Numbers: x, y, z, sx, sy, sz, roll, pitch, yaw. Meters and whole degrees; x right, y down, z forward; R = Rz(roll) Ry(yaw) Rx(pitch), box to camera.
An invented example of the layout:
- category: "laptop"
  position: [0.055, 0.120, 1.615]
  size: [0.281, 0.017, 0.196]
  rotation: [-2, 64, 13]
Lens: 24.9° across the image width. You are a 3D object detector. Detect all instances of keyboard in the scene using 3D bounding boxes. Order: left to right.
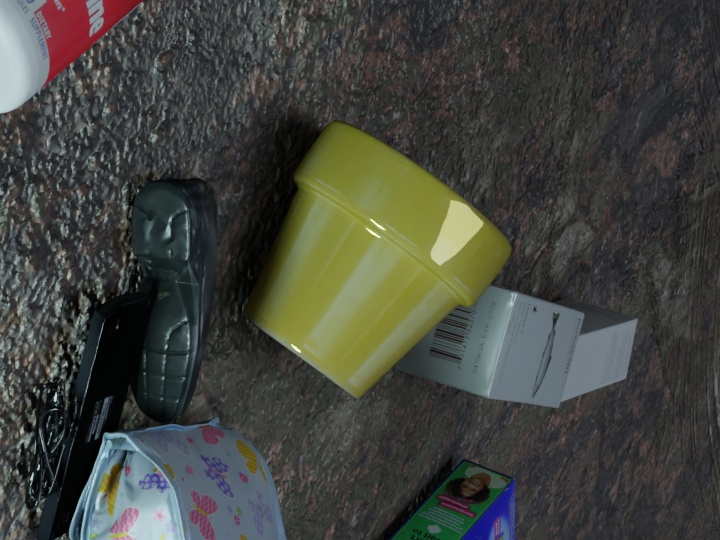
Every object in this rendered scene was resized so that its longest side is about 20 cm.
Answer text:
- category: "keyboard"
  position: [-0.221, 0.111, 1.261]
  size: [0.104, 0.040, 0.200]
  rotation: [-17, 125, -68]

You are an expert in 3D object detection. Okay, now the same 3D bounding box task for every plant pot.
- category: "plant pot"
  position: [0.000, 0.000, 1.439]
  size: [0.189, 0.201, 0.201]
  rotation: [-54, 148, -3]

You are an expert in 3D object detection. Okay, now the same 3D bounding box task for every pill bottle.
- category: "pill bottle"
  position: [-0.200, -0.200, 1.065]
  size: [0.200, 0.112, 0.112]
  rotation: [-50, 142, -36]

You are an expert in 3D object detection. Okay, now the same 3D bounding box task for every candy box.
- category: "candy box"
  position: [0.098, 0.343, 1.843]
  size: [0.200, 0.077, 0.169]
  rotation: [-42, 138, -45]

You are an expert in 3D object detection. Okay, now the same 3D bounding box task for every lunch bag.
- category: "lunch bag"
  position: [-0.145, 0.225, 1.328]
  size: [0.170, 0.127, 0.200]
  rotation: [4, 76, -66]

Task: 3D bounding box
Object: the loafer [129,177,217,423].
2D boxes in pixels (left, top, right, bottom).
- category: "loafer"
  position: [-0.142, 0.023, 1.312]
  size: [0.072, 0.073, 0.200]
  rotation: [-19, 121, -60]

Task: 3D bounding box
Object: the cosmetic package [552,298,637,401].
- category: "cosmetic package"
  position: [0.241, 0.092, 1.953]
  size: [0.200, 0.108, 0.085]
  rotation: [-10, 113, -56]

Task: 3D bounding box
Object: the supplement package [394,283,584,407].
- category: "supplement package"
  position: [0.144, 0.075, 1.769]
  size: [0.200, 0.117, 0.117]
  rotation: [14, 91, -61]
